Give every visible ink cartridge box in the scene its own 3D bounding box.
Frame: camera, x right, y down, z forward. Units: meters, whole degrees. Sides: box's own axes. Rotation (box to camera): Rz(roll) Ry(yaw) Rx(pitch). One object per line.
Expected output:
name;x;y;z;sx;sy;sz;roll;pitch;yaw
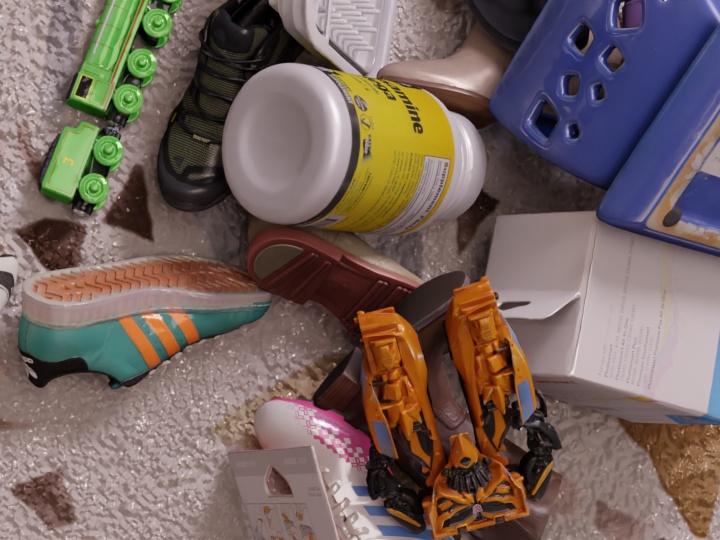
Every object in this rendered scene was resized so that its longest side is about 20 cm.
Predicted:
ink cartridge box;0.183;0.035;1.658;0.199;0.128;0.126;18;79;-33
ink cartridge box;-0.025;0.206;1.553;0.044;0.200;0.178;-14;90;-21

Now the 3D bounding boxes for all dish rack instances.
dish rack;-0.016;-0.230;1.623;0.043;0.200;0.173;6;82;18

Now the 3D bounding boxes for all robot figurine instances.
robot figurine;0.065;0.108;1.556;0.144;0.058;0.201;-16;120;1

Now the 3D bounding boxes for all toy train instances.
toy train;-0.183;-0.137;1.617;0.056;0.042;0.202;20;78;-6

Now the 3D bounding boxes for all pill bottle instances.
pill bottle;0.002;-0.084;1.604;0.199;0.112;0.114;4;82;-52

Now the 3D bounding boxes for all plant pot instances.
plant pot;0.244;-0.125;1.607;0.199;0.180;0.201;14;119;-39

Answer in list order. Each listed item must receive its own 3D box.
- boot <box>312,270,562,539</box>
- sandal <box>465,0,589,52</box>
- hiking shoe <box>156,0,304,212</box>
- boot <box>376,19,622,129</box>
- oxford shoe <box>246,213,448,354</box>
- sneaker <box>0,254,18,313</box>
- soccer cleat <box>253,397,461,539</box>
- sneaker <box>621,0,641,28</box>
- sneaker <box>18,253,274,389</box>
boot;0.088;0.110;1.627;0.200;0.186;0.064;40;44;-8
sandal;0.103;-0.241;1.682;0.076;0.043;0.201;-28;68;-20
hiking shoe;-0.101;-0.142;1.605;0.075;0.101;0.201;17;70;17
boot;0.112;-0.182;1.713;0.198;0.070;0.148;16;76;-23
oxford shoe;0.000;0.000;1.653;0.199;0.070;0.075;31;32;-31
sneaker;-0.328;-0.032;1.546;0.200;0.075;0.088;43;57;-14
soccer cleat;-0.005;0.177;1.622;0.200;0.070;0.087;41;45;-13
sneaker;0.302;-0.189;1.779;0.198;0.076;0.088;7;70;-25
sneaker;-0.157;0.040;1.599;0.198;0.071;0.081;-5;118;-31
